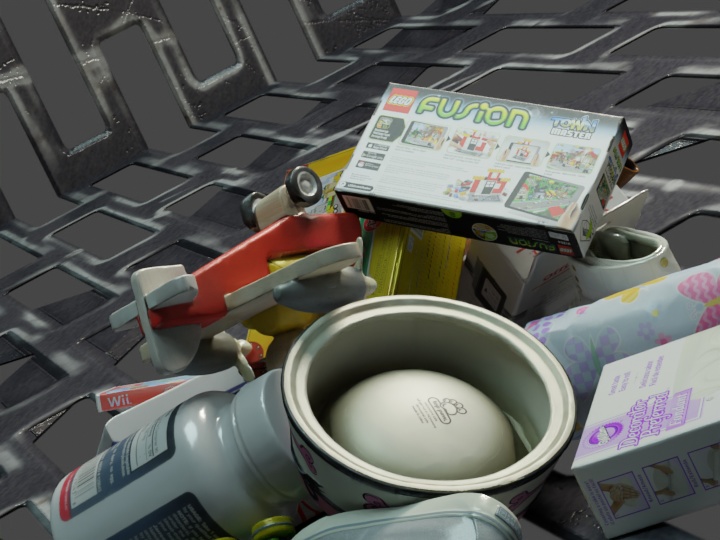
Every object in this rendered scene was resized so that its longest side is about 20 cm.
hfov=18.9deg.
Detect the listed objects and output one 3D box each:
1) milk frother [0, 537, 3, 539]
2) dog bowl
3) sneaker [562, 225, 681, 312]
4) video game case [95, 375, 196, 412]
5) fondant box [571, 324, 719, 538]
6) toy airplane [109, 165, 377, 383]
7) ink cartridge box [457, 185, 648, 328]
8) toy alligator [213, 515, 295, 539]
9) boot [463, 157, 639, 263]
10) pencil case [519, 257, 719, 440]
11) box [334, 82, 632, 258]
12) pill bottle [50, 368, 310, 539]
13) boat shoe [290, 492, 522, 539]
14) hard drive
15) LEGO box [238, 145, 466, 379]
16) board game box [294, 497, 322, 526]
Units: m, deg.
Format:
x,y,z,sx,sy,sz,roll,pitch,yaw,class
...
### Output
x,y,z,sx,sy,sz,roll,pitch,yaw,class
-0.388,0.222,1.705,0.180,0.200,0.188,-34,15,-17,milk frother
0.042,0.106,1.464,0.199,0.074,0.200,5,37,-4,dog bowl
0.181,0.019,1.630,0.074,0.116,0.200,-36,17,-30,sneaker
-0.125,0.097,1.902,0.199,0.018,0.143,-10,0,0,video game case
0.243,0.084,1.377,0.199,0.058,0.144,-22,17,24,fondant box
-0.079,0.029,1.575,0.199,0.141,0.200,-31,5,2,toy airplane
0.147,-0.015,1.707,0.116,0.067,0.200,-30,-20,-19,ink cartridge box
-0.093,0.223,1.499,0.199,0.059,0.054,-24,-28,11,toy alligator
0.120,-0.027,1.796,0.188,0.069,0.200,4,-40,-48,boot
0.209,0.052,1.508,0.199,0.091,0.083,-19,6,27,pencil case
0.092,-0.077,1.624,0.199,0.035,0.110,12,59,28,box
-0.114,0.156,1.557,0.200,0.120,0.120,-32,10,26,pill bottle
0.011,0.195,1.371,0.200,0.070,0.072,-21,24,39,boat shoe
-0.157,0.133,1.798,0.132,0.025,0.200,-26,-12,-18,hard drive
0.000,0.000,1.703,0.149,0.077,0.201,-17,47,36,LEGO box
-0.041,0.137,1.722,0.151,0.046,0.200,-28,14,-8,board game box
